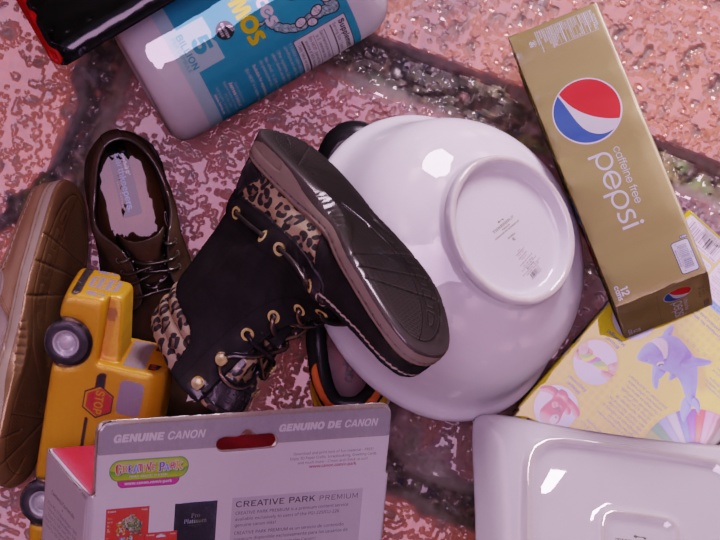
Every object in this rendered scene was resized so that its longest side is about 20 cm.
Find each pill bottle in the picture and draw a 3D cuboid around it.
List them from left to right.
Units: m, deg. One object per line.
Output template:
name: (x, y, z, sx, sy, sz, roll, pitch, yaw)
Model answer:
pill bottle: (-0.059, -0.177, 1.674, 0.199, 0.111, 0.111, -31, 86, -4)

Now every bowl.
bowl: (0.070, -0.014, 1.626, 0.200, 0.090, 0.203, 11, 68, -30)

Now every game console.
game console: (-0.130, -0.215, 1.656, 0.199, 0.177, 0.031, -32, 127, -3)

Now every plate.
plate: (0.167, 0.178, 1.585, 0.198, 0.032, 0.201, 9, 54, -10)

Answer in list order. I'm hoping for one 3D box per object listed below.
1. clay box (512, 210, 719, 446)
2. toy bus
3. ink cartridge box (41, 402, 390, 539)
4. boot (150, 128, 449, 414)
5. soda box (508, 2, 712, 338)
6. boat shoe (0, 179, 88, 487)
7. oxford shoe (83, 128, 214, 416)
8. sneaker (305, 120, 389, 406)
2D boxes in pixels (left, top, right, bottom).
clay box: (0.188, 0.074, 1.689, 0.115, 0.048, 0.200, 42, 86, 2)
toy bus: (-0.165, 0.105, 1.637, 0.078, 0.065, 0.202, 11, 106, 2)
ink cartridge box: (-0.090, 0.156, 1.596, 0.198, 0.084, 0.177, -2, 108, -26)
boot: (-0.041, 0.029, 1.560, 0.151, 0.073, 0.200, -52, 55, 20)
soda box: (0.160, -0.065, 1.662, 0.064, 0.068, 0.201, -20, 69, 4)
boat shoe: (-0.230, 0.035, 1.672, 0.069, 0.074, 0.202, 9, 79, 23)
oxford shoe: (-0.138, 0.006, 1.671, 0.072, 0.084, 0.201, -20, 87, -5)
sneaker: (0.000, 0.000, 1.670, 0.069, 0.090, 0.202, 2, 85, -1)
